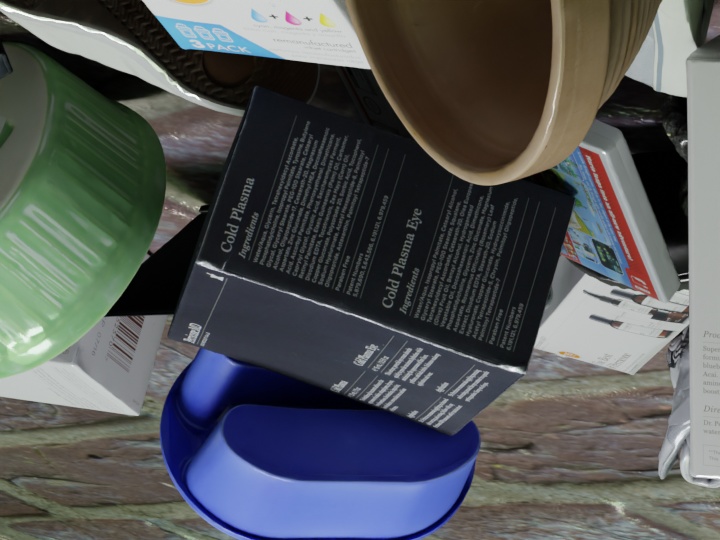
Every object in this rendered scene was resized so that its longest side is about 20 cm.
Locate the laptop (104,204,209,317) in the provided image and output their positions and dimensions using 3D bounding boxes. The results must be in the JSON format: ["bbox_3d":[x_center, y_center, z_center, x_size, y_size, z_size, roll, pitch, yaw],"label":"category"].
[{"bbox_3d":[-0.041,0.014,1.605,0.187,0.117,0.200,-2,156,44],"label":"laptop"}]

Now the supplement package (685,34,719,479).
[{"bbox_3d":[0.224,-0.011,1.116,0.121,0.201,0.120,4,-164,21],"label":"supplement package"}]

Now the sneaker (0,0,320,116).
[{"bbox_3d":[-0.117,-0.141,1.298,0.199,0.073,0.085,23,178,-15],"label":"sneaker"}]

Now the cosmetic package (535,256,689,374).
[{"bbox_3d":[0.168,0.014,1.543,0.082,0.051,0.200,17,162,-3],"label":"cosmetic package"}]

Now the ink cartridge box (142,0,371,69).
[{"bbox_3d":[-0.064,-0.173,1.130,0.114,0.068,0.200,7,161,22],"label":"ink cartridge box"}]

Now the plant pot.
[{"bbox_3d":[0.067,-0.144,0.998,0.092,0.202,0.201,-19,175,-23],"label":"plant pot"}]

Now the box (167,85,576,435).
[{"bbox_3d":[0.000,0.000,1.313,0.181,0.105,0.200,18,165,-5],"label":"box"}]

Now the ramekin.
[{"bbox_3d":[-0.226,-0.043,1.462,0.199,0.201,0.098,0,150,39],"label":"ramekin"}]

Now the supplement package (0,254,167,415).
[{"bbox_3d":[-0.263,0.029,1.832,0.199,0.118,0.117,6,161,25],"label":"supplement package"}]

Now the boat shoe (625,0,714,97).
[{"bbox_3d":[0.123,-0.135,1.088,0.071,0.070,0.201,10,163,11],"label":"boat shoe"}]

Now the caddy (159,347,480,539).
[{"bbox_3d":[-0.020,0.094,1.446,0.199,0.142,0.105,3,147,-15],"label":"caddy"}]

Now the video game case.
[{"bbox_3d":[0.075,-0.062,1.294,0.199,0.017,0.143,27,160,34],"label":"video game case"}]

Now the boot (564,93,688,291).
[{"bbox_3d":[0.180,-0.051,1.284,0.210,0.080,0.158,-2,160,28],"label":"boot"}]

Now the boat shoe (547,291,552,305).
[{"bbox_3d":[0.085,0.014,1.500,0.071,0.070,0.201,14,146,5],"label":"boat shoe"}]

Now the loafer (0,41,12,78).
[{"bbox_3d":[-0.245,-0.140,1.321,0.072,0.073,0.200,-24,164,-5],"label":"loafer"}]

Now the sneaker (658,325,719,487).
[{"bbox_3d":[0.240,0.100,1.638,0.075,0.116,0.200,13,163,6],"label":"sneaker"}]
